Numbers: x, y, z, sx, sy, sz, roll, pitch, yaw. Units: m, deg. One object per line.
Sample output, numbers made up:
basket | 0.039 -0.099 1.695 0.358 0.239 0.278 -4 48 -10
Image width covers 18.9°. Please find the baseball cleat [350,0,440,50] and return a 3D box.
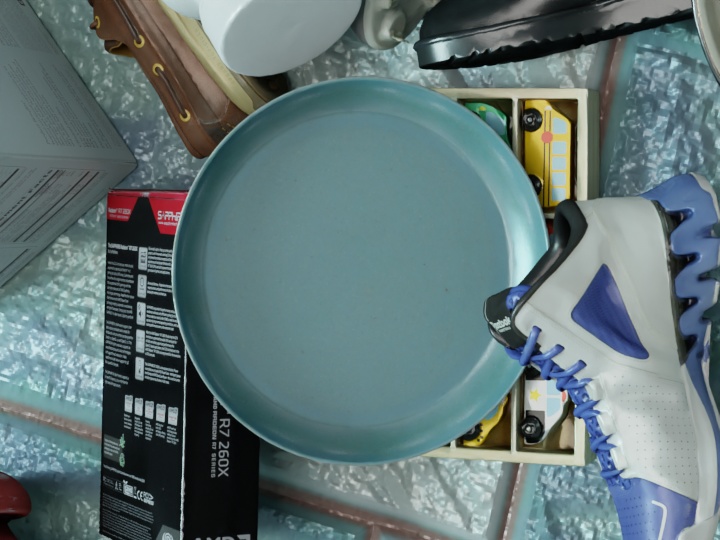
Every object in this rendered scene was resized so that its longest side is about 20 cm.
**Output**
baseball cleat | 0.016 -0.223 1.169 0.106 0.070 0.201 21 95 33

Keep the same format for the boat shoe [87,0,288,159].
boat shoe | -0.124 -0.150 1.212 0.068 0.072 0.200 -41 78 18

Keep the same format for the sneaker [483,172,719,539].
sneaker | 0.120 0.050 1.102 0.114 0.081 0.201 0 85 -9

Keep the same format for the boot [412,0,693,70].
boot | 0.109 -0.200 1.122 0.197 0.073 0.163 -13 90 13

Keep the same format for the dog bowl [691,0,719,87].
dog bowl | 0.254 -0.142 1.044 0.199 0.074 0.201 0 95 1

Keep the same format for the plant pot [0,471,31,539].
plant pot | -0.265 0.207 1.217 0.199 0.200 0.184 -9 79 21

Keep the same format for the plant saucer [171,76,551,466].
plant saucer | 0.000 0.000 1.125 0.199 0.027 0.201 -1 94 -10

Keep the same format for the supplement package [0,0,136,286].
supplement package | -0.259 -0.074 1.196 0.151 0.200 0.152 -39 78 17

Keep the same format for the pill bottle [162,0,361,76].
pill bottle | -0.077 -0.205 1.147 0.111 0.111 0.201 -37 63 18

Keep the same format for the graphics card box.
graphics card box | -0.099 0.056 1.187 0.125 0.051 0.201 5 93 62

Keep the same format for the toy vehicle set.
toy vehicle set | 0.066 0.002 1.169 0.124 0.026 0.201 1 92 21
